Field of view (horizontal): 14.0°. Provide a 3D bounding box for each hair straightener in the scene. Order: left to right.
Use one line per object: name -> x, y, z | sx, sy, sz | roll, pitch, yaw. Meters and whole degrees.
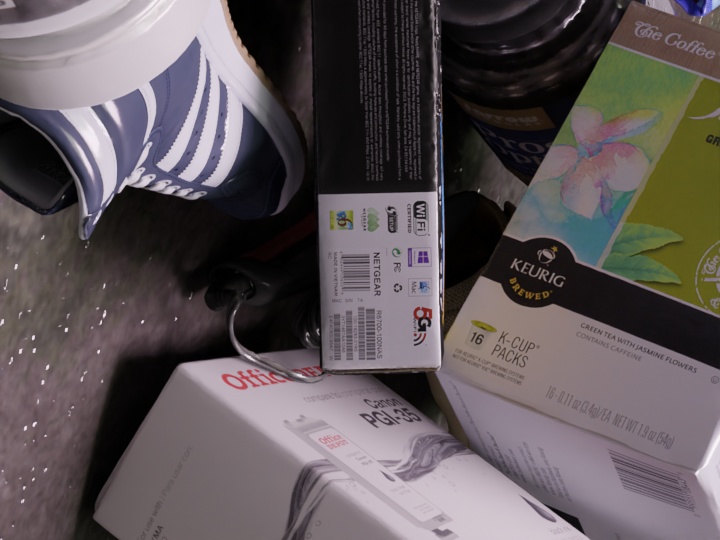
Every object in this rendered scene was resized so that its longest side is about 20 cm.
hair straightener -> 0.000, 0.000, 1.294 | 0.041, 0.077, 0.200 | -53, 167, 30

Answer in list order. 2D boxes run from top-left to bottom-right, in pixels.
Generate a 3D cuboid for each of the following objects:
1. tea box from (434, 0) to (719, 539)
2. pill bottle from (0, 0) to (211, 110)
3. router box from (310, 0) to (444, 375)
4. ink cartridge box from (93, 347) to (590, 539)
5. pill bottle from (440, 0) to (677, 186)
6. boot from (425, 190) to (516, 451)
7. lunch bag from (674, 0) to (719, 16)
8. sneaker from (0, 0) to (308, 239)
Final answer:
tea box -> 0.149, 0.025, 1.308 | 0.198, 0.133, 0.200 | -62, 155, -18
pill bottle -> -0.115, -0.145, 0.914 | 0.114, 0.113, 0.200 | -60, 153, -23
router box -> 0.007, -0.067, 1.172 | 0.149, 0.051, 0.202 | -76, 165, -85
ink cartridge box -> 0.008, 0.120, 1.234 | 0.083, 0.200, 0.146 | -60, 159, 16
pill bottle -> 0.084, -0.114, 1.352 | 0.112, 0.111, 0.200 | -67, 155, -10
boot -> 0.077, 0.026, 1.457 | 0.200, 0.072, 0.156 | -54, 132, -55
lunch bag -> 0.193, -0.247, 1.446 | 0.150, 0.094, 0.201 | -37, 152, -57
sneaker -> -0.086, -0.047, 1.096 | 0.109, 0.070, 0.200 | -59, 155, -18
